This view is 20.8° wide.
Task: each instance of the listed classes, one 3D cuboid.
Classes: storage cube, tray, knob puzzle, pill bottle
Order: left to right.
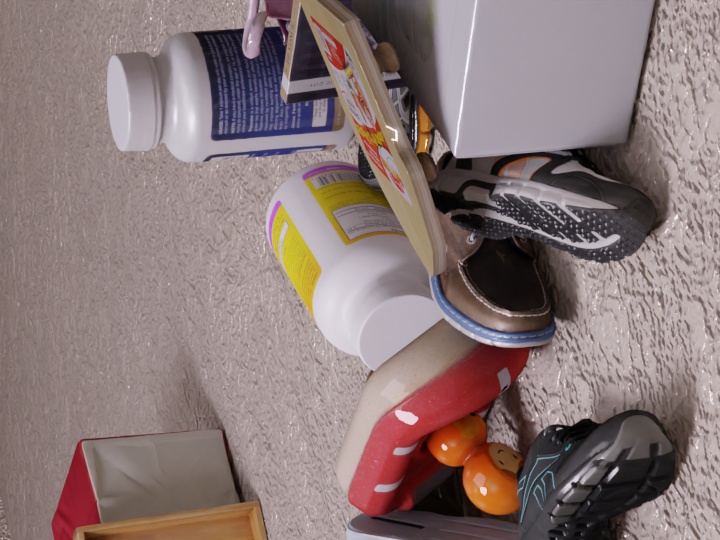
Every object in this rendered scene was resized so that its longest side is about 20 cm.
[{"bbox_3d":[-0.238,0.302,2.221,0.180,0.200,0.171,115,145,-47],"label":"storage cube"},{"bbox_3d":[-0.197,0.309,2.084,0.037,0.200,0.099,120,140,-62],"label":"tray"},{"bbox_3d":[-0.110,-0.151,1.679,0.111,0.200,0.111,174,90,-71],"label":"pill bottle"},{"bbox_3d":[0.000,0.000,1.550,0.200,0.104,0.104,-123,32,-54],"label":"pill bottle"},{"bbox_3d":[0.021,-0.089,1.249,0.220,0.030,0.220,155,90,-85],"label":"knob puzzle"}]

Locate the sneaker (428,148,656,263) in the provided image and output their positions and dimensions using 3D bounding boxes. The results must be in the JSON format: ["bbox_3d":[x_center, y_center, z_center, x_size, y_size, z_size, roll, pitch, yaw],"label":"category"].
[{"bbox_3d":[0.117,-0.060,1.237,0.080,0.074,0.200,-55,33,-11],"label":"sneaker"}]

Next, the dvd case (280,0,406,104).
[{"bbox_3d":[0.026,-0.206,1.336,0.016,0.149,0.200,-122,31,-41],"label":"dvd case"}]

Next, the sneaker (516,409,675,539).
[{"bbox_3d":[0.135,0.126,1.235,0.200,0.075,0.079,117,145,-58],"label":"sneaker"}]

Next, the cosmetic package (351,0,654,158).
[{"bbox_3d":[0.087,-0.206,1.198,0.200,0.123,0.199,-121,31,-50],"label":"cosmetic package"}]

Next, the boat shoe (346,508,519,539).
[{"bbox_3d":[0.071,0.216,1.414,0.200,0.072,0.062,7,115,49],"label":"boat shoe"}]

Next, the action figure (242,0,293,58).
[{"bbox_3d":[-0.060,-0.282,1.596,0.134,0.149,0.200,178,72,-77],"label":"action figure"}]

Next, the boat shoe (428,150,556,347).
[{"bbox_3d":[0.081,-0.018,1.354,0.200,0.072,0.072,-124,34,-54],"label":"boat shoe"}]

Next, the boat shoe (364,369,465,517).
[{"bbox_3d":[0.045,0.166,1.526,0.065,0.072,0.200,106,148,-73],"label":"boat shoe"}]

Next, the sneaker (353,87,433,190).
[{"bbox_3d":[0.015,-0.141,1.504,0.200,0.077,0.078,100,154,-44],"label":"sneaker"}]

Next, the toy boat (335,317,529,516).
[{"bbox_3d":[0.071,0.119,1.396,0.131,0.131,0.200,43,146,17],"label":"toy boat"}]
